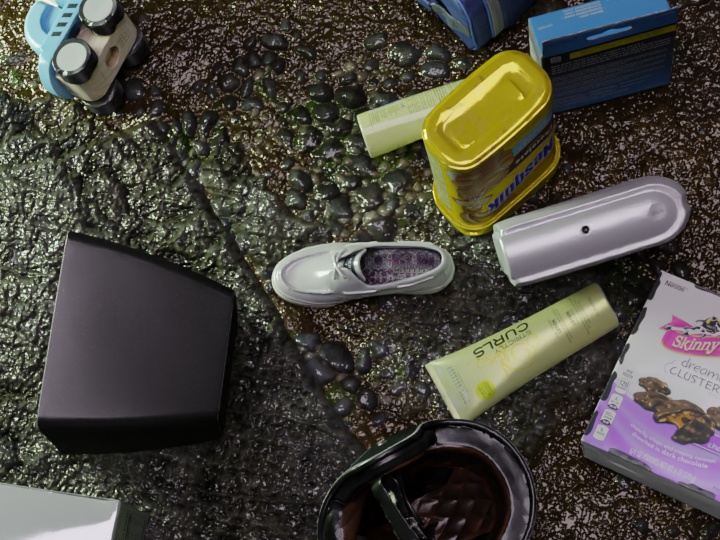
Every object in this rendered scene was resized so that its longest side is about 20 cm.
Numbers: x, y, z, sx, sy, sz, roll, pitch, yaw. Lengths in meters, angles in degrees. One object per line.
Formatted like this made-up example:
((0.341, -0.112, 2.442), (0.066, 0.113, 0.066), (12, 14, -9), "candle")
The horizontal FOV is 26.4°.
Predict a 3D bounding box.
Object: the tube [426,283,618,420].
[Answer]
((0.172, 0.084, 1.602), (0.199, 0.052, 0.058), (-29, 29, 4), "tube")

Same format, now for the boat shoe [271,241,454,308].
((0.000, 0.000, 1.645), (0.198, 0.069, 0.073), (2, 75, 9), "boat shoe")

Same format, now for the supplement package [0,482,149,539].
((-0.341, 0.306, 1.586), (0.198, 0.111, 0.157), (7, 75, 11), "supplement package")

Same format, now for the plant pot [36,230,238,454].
((-0.222, 0.090, 1.596), (0.176, 0.200, 0.202), (8, 75, -1), "plant pot")

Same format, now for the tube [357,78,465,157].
((0.096, -0.180, 1.690), (0.199, 0.052, 0.058), (-21, 67, 3), "tube")

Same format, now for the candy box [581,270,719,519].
((0.339, 0.126, 1.547), (0.167, 0.072, 0.201), (22, 74, 19), "candy box")

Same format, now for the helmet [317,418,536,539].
((0.071, 0.243, 1.504), (0.199, 0.190, 0.202), (5, 99, 36), "helmet")

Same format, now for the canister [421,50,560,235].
((0.137, -0.130, 1.594), (0.148, 0.200, 0.087), (-41, 72, -5), "canister")

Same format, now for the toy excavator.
((-0.342, -0.302, 1.775), (0.199, 0.100, 0.196), (21, 77, 22), "toy excavator")

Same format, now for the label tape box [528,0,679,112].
((0.252, -0.242, 1.609), (0.143, 0.200, 0.064), (-14, 73, 4), "label tape box")

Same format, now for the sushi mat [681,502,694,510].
((0.403, 0.164, 1.570), (0.199, 0.012, 0.096), (-23, 73, 1), "sushi mat")

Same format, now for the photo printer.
((0.238, -0.043, 1.576), (0.198, 0.166, 0.070), (-17, 92, 2), "photo printer")

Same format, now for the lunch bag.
((0.102, -0.353, 1.696), (0.132, 0.136, 0.200), (-38, 72, -4), "lunch bag")
